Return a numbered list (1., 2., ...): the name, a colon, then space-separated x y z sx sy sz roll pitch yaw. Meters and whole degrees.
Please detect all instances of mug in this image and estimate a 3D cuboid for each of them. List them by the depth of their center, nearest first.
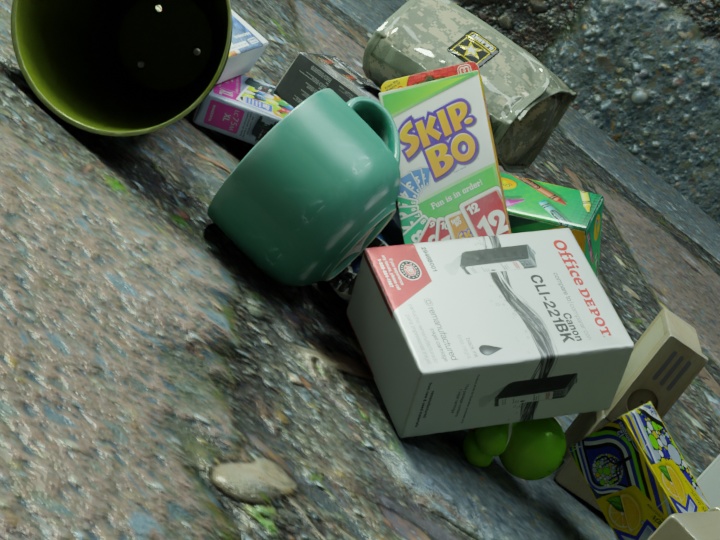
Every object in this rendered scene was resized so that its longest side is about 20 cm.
1. mug: -0.027 -0.072 1.629 0.114 0.185 0.152 45 -6 5

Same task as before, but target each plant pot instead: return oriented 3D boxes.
1. plant pot: -0.191 -0.208 1.669 0.187 0.187 0.200 41 4 2

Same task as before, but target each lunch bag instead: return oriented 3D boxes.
1. lunch bag: 0.104 -0.182 1.849 0.164 0.118 0.200 36 13 13

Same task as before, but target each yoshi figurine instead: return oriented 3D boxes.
1. yoshi figurine: 0.147 0.110 1.674 0.111 0.113 0.201 9 41 16

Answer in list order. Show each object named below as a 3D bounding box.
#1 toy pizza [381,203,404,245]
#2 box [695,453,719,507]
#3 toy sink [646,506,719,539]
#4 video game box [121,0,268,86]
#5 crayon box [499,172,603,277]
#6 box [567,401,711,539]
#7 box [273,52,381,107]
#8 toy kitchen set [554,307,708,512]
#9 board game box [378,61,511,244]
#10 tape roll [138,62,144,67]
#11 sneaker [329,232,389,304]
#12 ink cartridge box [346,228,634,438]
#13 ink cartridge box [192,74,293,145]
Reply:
1. toy pizza: 0.036 -0.038 1.822 0.200 0.032 0.200 48 -10 11
2. box: 0.433 0.277 1.919 0.200 0.107 0.152 48 17 24
3. toy sink: 0.265 0.267 1.491 0.112 0.131 0.200 47 17 24
4. video game box: -0.193 -0.258 1.869 0.182 0.047 0.200 39 17 2
5. crayon box: 0.158 0.011 1.768 0.118 0.201 0.058 13 42 18
6. box: 0.261 0.218 1.622 0.070 0.064 0.201 -14 72 -58
7. box: 0.024 -0.131 1.821 0.199 0.050 0.158 37 11 6
8. toy kitchen set: 0.304 0.183 1.721 0.199 0.181 0.163 34 17 -7
9. board game box: 0.076 -0.091 1.702 0.030 0.095 0.202 59 21 -67
10. tape roll: -0.240 -0.259 1.917 0.202 0.037 0.203 38 16 -13
11. sneaker: 0.000 0.000 1.735 0.089 0.078 0.200 55 4 -30
12. ink cartridge box: 0.108 0.049 1.593 0.198 0.084 0.145 -5 47 -23
13. ink cartridge box: -0.067 -0.146 1.912 0.198 0.042 0.120 21 18 -10
